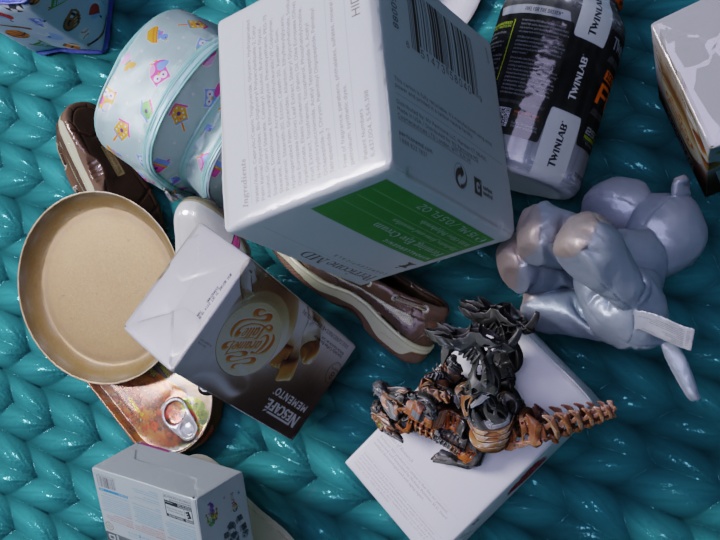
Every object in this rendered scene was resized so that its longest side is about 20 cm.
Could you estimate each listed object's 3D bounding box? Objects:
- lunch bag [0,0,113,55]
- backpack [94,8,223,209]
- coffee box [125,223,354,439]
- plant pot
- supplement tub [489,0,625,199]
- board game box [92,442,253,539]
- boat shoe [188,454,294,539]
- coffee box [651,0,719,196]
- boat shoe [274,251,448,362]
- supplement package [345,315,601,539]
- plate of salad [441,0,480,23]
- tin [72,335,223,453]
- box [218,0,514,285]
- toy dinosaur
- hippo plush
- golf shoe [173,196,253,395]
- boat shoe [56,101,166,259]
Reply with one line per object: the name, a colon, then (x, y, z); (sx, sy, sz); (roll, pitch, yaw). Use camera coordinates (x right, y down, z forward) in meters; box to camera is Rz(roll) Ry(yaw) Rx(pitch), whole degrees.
lunch bag: (-0.347, -0.361, 1.116); (0.122, 0.170, 0.203); (3, 83, 15)
backpack: (-0.157, -0.154, 1.002); (0.153, 0.200, 0.177); (37, 94, 27)
coffee box: (-0.104, 0.061, 0.926); (0.079, 0.200, 0.115); (32, 82, 37)
plant pot: (-0.269, 0.018, 1.059); (0.198, 0.027, 0.203); (2, 96, 17)
supplement tub: (0.174, -0.178, 0.948); (0.121, 0.122, 0.202); (17, 89, 19)
board game box: (-0.169, 0.279, 0.964); (0.146, 0.064, 0.203); (7, 111, 38)
boat shoe: (-0.122, 0.276, 1.014); (0.200, 0.072, 0.060); (47, 139, 7)
coffee box: (0.309, -0.144, 0.858); (0.079, 0.200, 0.116); (-24, 76, 14)
boat shoe: (0.002, -0.001, 0.994); (0.202, 0.075, 0.075); (38, 113, 8)
supplement package: (0.108, 0.149, 0.925); (0.200, 0.121, 0.120); (-47, 72, 7)
plate of salad: (0.033, -0.313, 1.051); (0.198, 0.048, 0.203); (-2, 82, 17)
tin: (-0.228, 0.108, 1.083); (0.112, 0.042, 0.200); (-47, 71, 11)
box: (0.004, -0.120, 0.858); (0.170, 0.198, 0.202); (-17, 67, 32)
toy dinosaur: (0.104, 0.101, 0.833); (0.197, 0.102, 0.138); (-3, 104, 5)
hippo plush: (0.233, -0.025, 0.880); (0.199, 0.160, 0.161); (22, 59, 38)
golf shoe: (-0.146, 0.028, 0.991); (0.072, 0.092, 0.202); (1, 119, 23)
boat shoe: (-0.279, -0.083, 1.119); (0.075, 0.074, 0.204); (-32, 79, 48)
